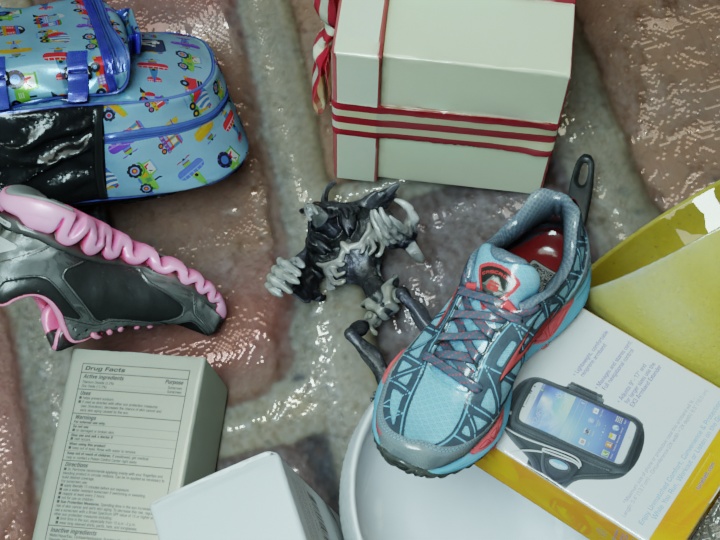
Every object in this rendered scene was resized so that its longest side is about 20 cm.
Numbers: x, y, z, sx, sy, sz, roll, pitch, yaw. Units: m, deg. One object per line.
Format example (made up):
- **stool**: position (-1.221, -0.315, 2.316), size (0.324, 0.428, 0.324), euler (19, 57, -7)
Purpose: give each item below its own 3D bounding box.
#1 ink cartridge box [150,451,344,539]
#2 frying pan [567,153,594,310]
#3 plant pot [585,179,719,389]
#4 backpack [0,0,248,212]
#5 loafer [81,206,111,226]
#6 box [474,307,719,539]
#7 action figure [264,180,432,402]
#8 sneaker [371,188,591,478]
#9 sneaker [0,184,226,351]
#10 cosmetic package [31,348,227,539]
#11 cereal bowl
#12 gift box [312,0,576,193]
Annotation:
- **ink cartridge box**: position (-0.039, 0.213, 0.795), size (0.083, 0.200, 0.146), euler (-23, 63, 3)
- **frying pan**: position (0.133, 0.011, 0.950), size (0.114, 0.031, 0.191), euler (-11, 61, 2)
- **plant pot**: position (0.259, 0.021, 0.855), size (0.199, 0.200, 0.143), euler (-32, 93, -6)
- **backpack**: position (-0.187, -0.127, 0.988), size (0.198, 0.136, 0.183), euler (-7, 30, -9)
- **loafer**: position (-0.290, -0.036, 1.025), size (0.198, 0.073, 0.073), euler (-7, 60, 5)
- **box**: position (0.129, 0.086, 0.804), size (0.199, 0.042, 0.119), euler (31, 59, 22)
- **action figure**: position (0.000, 0.000, 0.936), size (0.119, 0.102, 0.201), euler (-36, 58, 3)
- **sneaker**: position (0.068, 0.027, 0.761), size (0.079, 0.096, 0.200), euler (25, 56, 20)
- **sneaker**: position (-0.184, 0.017, 0.930), size (0.079, 0.199, 0.096), euler (16, 81, 50)
- **cosmetic package**: position (-0.162, 0.162, 0.908), size (0.103, 0.073, 0.202), euler (4, 66, 12)
- **cereal bowl**: position (0.077, 0.154, 0.849), size (0.198, 0.083, 0.202), euler (6, 66, -13)
- **gift box**: position (0.057, -0.179, 0.975), size (0.185, 0.185, 0.201), euler (5, 58, 2)
